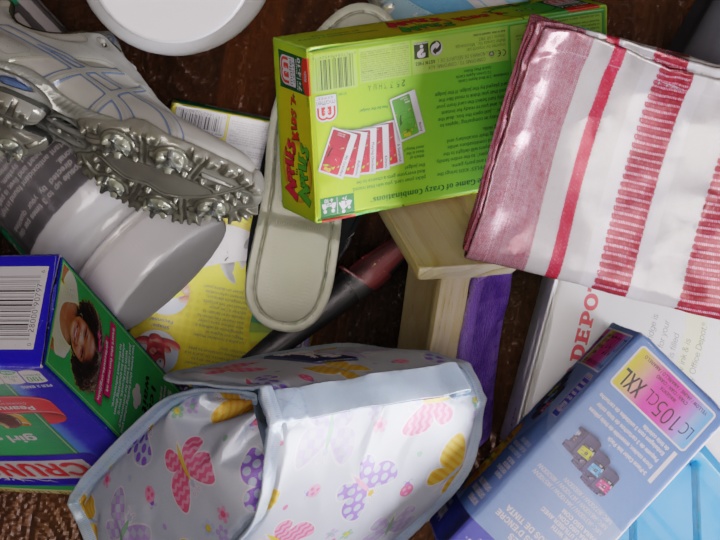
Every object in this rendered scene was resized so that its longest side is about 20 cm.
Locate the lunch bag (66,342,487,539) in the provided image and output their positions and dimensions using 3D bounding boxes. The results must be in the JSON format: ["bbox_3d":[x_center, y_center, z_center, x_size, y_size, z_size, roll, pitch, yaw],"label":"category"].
[{"bbox_3d":[-0.043,0.109,1.479,0.200,0.169,0.128,-44,64,43],"label":"lunch bag"}]

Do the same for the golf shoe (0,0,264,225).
[{"bbox_3d":[-0.140,-0.097,1.477,0.199,0.078,0.098,22,57,-4],"label":"golf shoe"}]

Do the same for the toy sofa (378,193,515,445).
[{"bbox_3d":[0.056,0.053,1.577,0.097,0.083,0.201,-4,124,-17],"label":"toy sofa"}]

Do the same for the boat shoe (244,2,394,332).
[{"bbox_3d":[-0.024,-0.063,1.565,0.074,0.066,0.201,11,94,-5],"label":"boat shoe"}]

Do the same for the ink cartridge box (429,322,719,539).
[{"bbox_3d":[0.113,0.129,1.512,0.076,0.136,0.200,41,89,-2],"label":"ink cartridge box"}]

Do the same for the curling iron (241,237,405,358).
[{"bbox_3d":[0.000,0.000,1.596,0.200,0.050,0.026,-37,74,1],"label":"curling iron"}]

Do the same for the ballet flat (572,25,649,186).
[{"bbox_3d":[0.166,-0.058,1.521,0.200,0.067,0.064,46,52,-30],"label":"ballet flat"}]

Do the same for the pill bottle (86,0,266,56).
[{"bbox_3d":[-0.106,-0.185,1.523,0.115,0.200,0.117,0,98,-1],"label":"pill bottle"}]

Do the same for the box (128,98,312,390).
[{"bbox_3d":[-0.080,0.002,1.627,0.117,0.048,0.201,11,95,-4],"label":"box"}]

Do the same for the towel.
[{"bbox_3d":[0.171,-0.052,1.480,0.199,0.023,0.145,14,102,-7],"label":"towel"}]

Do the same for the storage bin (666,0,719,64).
[{"bbox_3d":[0.263,-0.094,1.588,0.199,0.146,0.135,31,61,-5],"label":"storage bin"}]

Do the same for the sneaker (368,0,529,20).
[{"bbox_3d":[0.026,-0.140,1.596,0.200,0.080,0.131,36,94,-5],"label":"sneaker"}]

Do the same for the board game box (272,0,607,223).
[{"bbox_3d":[0.050,-0.097,1.522,0.199,0.048,0.102,-11,108,-25],"label":"board game box"}]

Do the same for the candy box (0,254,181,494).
[{"bbox_3d":[-0.217,0.065,1.529,0.168,0.200,0.078,-1,66,20],"label":"candy box"}]

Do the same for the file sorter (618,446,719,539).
[{"bbox_3d":[0.165,0.229,1.583,0.199,0.123,0.139,-32,115,23],"label":"file sorter"}]

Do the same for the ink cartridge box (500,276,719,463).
[{"bbox_3d":[0.200,0.069,1.627,0.199,0.083,0.146,14,97,-4],"label":"ink cartridge box"}]

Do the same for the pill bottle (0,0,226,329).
[{"bbox_3d":[-0.180,-0.067,1.556,0.113,0.113,0.200,-44,79,4],"label":"pill bottle"}]
